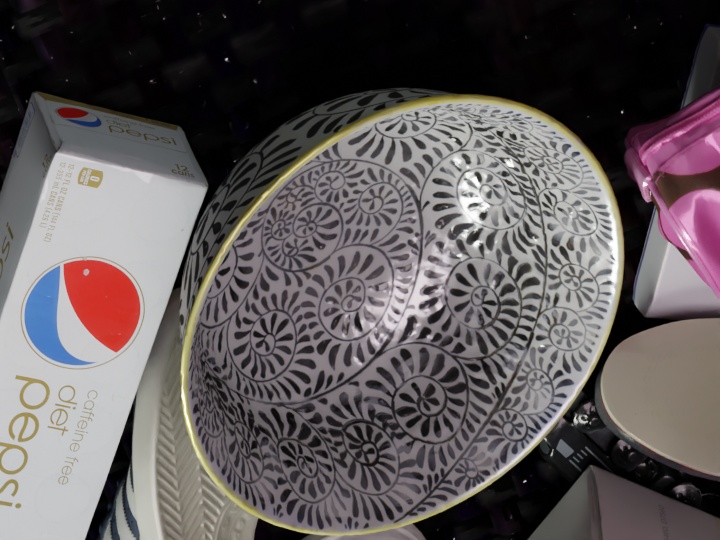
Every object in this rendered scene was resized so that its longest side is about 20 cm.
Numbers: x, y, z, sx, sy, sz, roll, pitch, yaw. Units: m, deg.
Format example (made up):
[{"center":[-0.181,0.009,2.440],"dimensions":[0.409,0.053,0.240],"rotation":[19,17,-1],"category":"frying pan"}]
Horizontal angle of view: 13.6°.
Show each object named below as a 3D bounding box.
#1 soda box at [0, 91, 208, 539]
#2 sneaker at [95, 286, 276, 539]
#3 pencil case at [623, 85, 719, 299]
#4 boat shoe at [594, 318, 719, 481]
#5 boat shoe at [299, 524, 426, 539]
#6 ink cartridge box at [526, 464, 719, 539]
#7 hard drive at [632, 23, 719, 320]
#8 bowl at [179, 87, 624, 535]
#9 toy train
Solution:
[{"center":[-0.128,0.033,1.244],"dimensions":[0.068,0.064,0.201],"rotation":[12,113,-21],"category":"soda box"},{"center":[-0.086,0.105,1.293],"dimensions":[0.075,0.084,0.201],"rotation":[-1,94,-40],"category":"sneaker"},{"center":[0.200,-0.070,1.217],"dimensions":[0.200,0.091,0.094],"rotation":[-34,145,21],"category":"pencil case"},{"center":[0.192,0.062,1.345],"dimensions":[0.199,0.063,0.072],"rotation":[3,82,-19],"category":"boat shoe"},{"center":[-0.041,0.192,1.344],"dimensions":[0.200,0.069,0.071],"rotation":[-44,117,8],"category":"boat shoe"},{"center":[0.135,0.190,1.336],"dimensions":[0.199,0.126,0.129],"rotation":[24,125,-18],"category":"ink cartridge box"},{"center":[0.230,-0.034,1.331],"dimensions":[0.199,0.025,0.133],"rotation":[5,114,-18],"category":"hard drive"},{"center":[0.000,0.000,1.236],"dimensions":[0.200,0.094,0.202],"rotation":[-14,124,-22],"category":"bowl"},{"center":[0.145,0.118,1.379],"dimensions":[0.046,0.034,0.200],"rotation":[-41,119,11],"category":"toy train"}]
